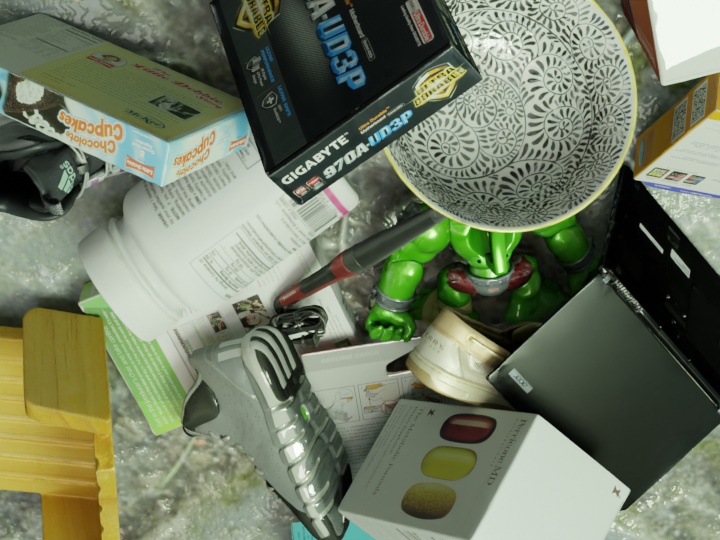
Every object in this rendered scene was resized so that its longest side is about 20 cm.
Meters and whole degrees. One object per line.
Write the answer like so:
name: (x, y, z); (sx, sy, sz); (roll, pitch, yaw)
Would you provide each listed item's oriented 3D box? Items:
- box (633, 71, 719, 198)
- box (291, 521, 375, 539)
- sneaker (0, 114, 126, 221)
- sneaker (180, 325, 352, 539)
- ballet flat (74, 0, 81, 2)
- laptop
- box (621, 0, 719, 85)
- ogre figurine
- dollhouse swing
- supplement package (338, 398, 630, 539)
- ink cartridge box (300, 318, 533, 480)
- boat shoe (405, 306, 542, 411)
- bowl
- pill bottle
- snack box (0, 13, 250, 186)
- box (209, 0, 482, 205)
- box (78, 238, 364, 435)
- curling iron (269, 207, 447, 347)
box: (0.289, -0.097, 1.236); (0.118, 0.200, 0.042); (10, 78, -8)
box: (0.043, 0.238, 1.432); (0.198, 0.050, 0.082); (-9, 160, 2)
sneaker: (-0.207, -0.081, 1.224); (0.198, 0.140, 0.078); (-14, 117, 6)
sneaker: (-0.085, 0.141, 1.347); (0.115, 0.075, 0.201); (-11, 112, 26)
ballet flat: (-0.220, -0.296, 1.167); (0.062, 0.067, 0.202); (11, 117, 24)
laptop: (0.211, 0.055, 1.304); (0.103, 0.201, 0.177); (-25, 120, 36)
box: (0.232, -0.258, 1.141); (0.105, 0.153, 0.201); (-13, 117, 4)
ogre figurine: (0.102, -0.013, 1.298); (0.198, 0.098, 0.121); (1, 127, 7)
dollhouse swing: (-0.288, 0.154, 1.329); (0.174, 0.182, 0.201); (-3, 126, -10)
supplement package: (0.093, 0.180, 1.274); (0.109, 0.199, 0.114); (38, 71, -24)
ink cartridge box: (0.057, 0.118, 1.389); (0.198, 0.045, 0.178); (-8, 120, 1)
boat shoe: (0.131, 0.075, 1.292); (0.199, 0.074, 0.070); (14, 108, -36)
bowl: (0.098, -0.122, 1.223); (0.199, 0.094, 0.203); (1, 83, -9)
pill bottle: (-0.110, -0.041, 1.248); (0.199, 0.113, 0.114); (-35, 114, 4)
snack box: (-0.190, -0.126, 1.170); (0.199, 0.116, 0.037); (25, 118, 19)
box: (-0.016, -0.165, 1.157); (0.158, 0.201, 0.046); (-33, 138, 15)
box: (-0.114, 0.041, 1.354); (0.199, 0.036, 0.145); (-22, 116, 8)
curling iron: (0.000, 0.000, 1.274); (0.050, 0.026, 0.200); (44, 125, -11)
